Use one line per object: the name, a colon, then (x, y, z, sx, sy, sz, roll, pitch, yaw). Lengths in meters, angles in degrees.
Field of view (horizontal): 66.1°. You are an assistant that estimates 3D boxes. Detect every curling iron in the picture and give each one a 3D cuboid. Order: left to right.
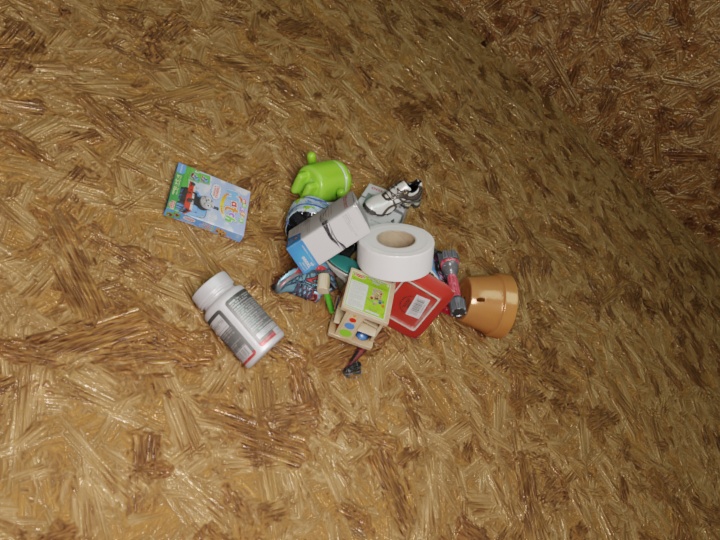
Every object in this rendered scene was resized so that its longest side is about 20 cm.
curling iron: (0.011, 0.213, 1.450, 0.049, 0.026, 0.200, 14, 37, 19)

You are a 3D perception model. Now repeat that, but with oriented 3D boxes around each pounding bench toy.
pounding bench toy: (-0.035, 0.092, 1.414, 0.197, 0.157, 0.126, 21, 50, -8)

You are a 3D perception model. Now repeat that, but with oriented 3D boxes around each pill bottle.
pill bottle: (-0.276, 0.108, 1.243, 0.201, 0.114, 0.114, 49, 44, 1)

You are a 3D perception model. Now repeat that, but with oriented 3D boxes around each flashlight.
flashlight: (0.282, 0.037, 1.683, 0.067, 0.068, 0.203, 16, 53, -30)

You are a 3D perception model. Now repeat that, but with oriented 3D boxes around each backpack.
backpack: (-0.110, -0.113, 1.507, 0.196, 0.164, 0.156, 13, 45, -22)

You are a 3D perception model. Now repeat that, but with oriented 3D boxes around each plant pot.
plant pot: (0.377, 0.101, 1.711, 0.137, 0.201, 0.203, 9, 54, -12)

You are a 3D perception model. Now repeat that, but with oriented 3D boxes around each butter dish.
butter dish: (0.131, 0.057, 1.564, 0.197, 0.201, 0.149, 29, 25, -17)

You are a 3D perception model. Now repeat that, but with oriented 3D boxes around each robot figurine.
robot figurine: (-0.108, -0.258, 1.621, 0.198, 0.116, 0.176, -22, 63, -44)

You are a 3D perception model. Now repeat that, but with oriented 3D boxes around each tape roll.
tape roll: (0.089, -0.050, 1.421, 0.198, 0.072, 0.204, 1, 29, -1)

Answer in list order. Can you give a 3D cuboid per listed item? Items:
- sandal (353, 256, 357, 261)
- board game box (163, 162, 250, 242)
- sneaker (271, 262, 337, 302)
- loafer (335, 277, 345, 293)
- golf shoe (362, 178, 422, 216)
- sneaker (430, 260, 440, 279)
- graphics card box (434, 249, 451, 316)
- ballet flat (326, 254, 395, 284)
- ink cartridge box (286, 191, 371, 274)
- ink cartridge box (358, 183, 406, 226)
sandal: (0.058, -0.038, 1.542, 0.198, 0.055, 0.083, -31, 87, -22)
board game box: (-0.384, -0.172, 1.407, 0.197, 0.037, 0.154, 21, 50, -27)
sneaker: (-0.134, 0.036, 1.427, 0.198, 0.079, 0.097, -16, 73, -42)
loafer: (0.000, 0.000, 1.556, 0.070, 0.075, 0.200, 51, 44, -2)
golf shoe: (0.096, -0.221, 1.613, 0.197, 0.095, 0.078, -19, 55, -28)
sneaker: (0.201, 0.000, 1.644, 0.089, 0.078, 0.202, -23, 83, -51)
graphics card box: (0.246, 0.030, 1.743, 0.124, 0.051, 0.203, 22, 49, -24)
ballet flat: (-0.004, 0.017, 1.460, 0.196, 0.070, 0.070, 18, 47, 5)
ink cartridge box: (-0.079, -0.097, 1.371, 0.085, 0.198, 0.145, 55, 9, -20)
ink cartridge box: (0.048, -0.157, 1.665, 0.144, 0.085, 0.201, 22, 45, 7)
